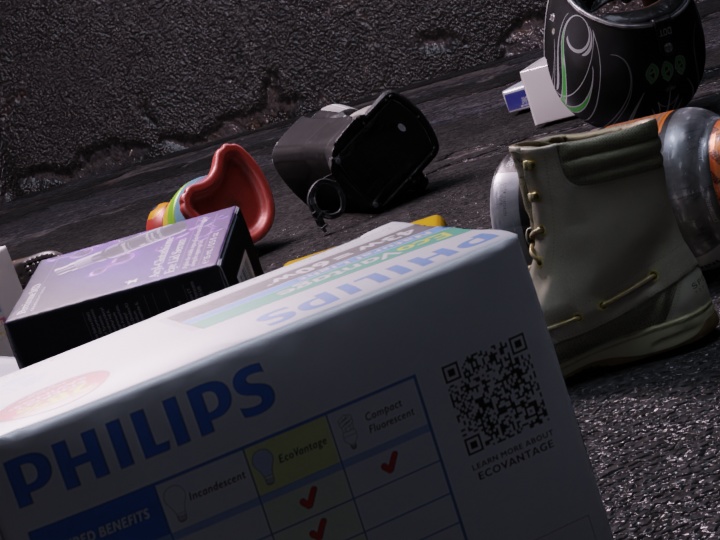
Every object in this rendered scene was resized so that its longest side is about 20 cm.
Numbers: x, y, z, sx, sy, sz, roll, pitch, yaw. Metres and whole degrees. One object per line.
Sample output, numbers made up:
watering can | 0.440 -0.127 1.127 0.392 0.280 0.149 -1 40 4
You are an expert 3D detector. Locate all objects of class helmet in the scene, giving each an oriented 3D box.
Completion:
helmet | 0.312 -0.257 2.035 0.200 0.191 0.200 -3 44 3

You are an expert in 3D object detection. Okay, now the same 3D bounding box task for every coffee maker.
coffee maker | -0.029 -0.138 2.164 0.192 0.135 0.200 -24 10 -23

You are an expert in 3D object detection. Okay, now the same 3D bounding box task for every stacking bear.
stacking bear | -0.200 -0.061 2.138 0.200 0.114 0.121 -23 27 55

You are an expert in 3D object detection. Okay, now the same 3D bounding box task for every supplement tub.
supplement tub | 0.209 -0.052 1.294 0.200 0.123 0.123 -11 12 36

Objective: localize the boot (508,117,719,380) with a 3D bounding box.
boot | 0.116 -0.007 1.117 0.200 0.155 0.072 -16 10 11

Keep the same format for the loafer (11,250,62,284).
loafer | -0.478 0.025 2.321 0.200 0.073 0.071 -12 0 6

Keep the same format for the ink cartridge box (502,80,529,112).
ink cartridge box | 0.334 -0.299 2.649 0.200 0.041 0.200 -15 10 22

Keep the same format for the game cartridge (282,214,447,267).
game cartridge | 0.000 0.000 1.656 0.176 0.032 0.200 -18 9 6

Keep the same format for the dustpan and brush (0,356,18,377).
dustpan and brush | -0.354 0.132 1.558 0.140 0.057 0.200 2 13 31

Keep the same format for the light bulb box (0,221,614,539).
light bulb box | -0.021 0.108 0.614 0.198 0.200 0.125 -21 10 -17

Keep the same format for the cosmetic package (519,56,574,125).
cosmetic package | 0.334 -0.268 2.356 0.200 0.085 0.108 -12 13 27

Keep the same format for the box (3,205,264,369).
box | -0.190 0.038 1.508 0.200 0.104 0.148 -15 21 8

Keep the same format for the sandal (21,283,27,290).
sandal | -0.399 0.035 2.145 0.200 0.048 0.075 -18 10 -2

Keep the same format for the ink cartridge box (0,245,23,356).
ink cartridge box | -0.446 0.064 1.847 0.128 0.125 0.200 -15 11 22
